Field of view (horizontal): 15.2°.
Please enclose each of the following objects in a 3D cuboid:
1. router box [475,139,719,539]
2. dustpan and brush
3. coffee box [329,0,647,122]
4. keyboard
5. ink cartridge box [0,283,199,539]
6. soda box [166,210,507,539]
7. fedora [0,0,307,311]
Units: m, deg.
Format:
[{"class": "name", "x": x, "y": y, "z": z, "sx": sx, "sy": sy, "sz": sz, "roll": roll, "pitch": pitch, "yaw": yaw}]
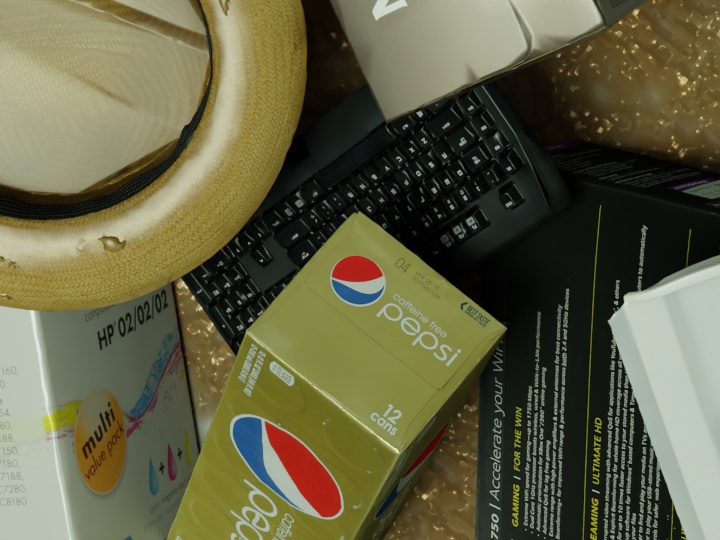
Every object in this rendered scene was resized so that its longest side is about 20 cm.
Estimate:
[{"class": "router box", "x": 0.107, "y": 0.065, "z": 0.957, "sx": 0.149, "sy": 0.051, "sz": 0.201, "roll": 18, "pitch": 112, "yaw": 47}, {"class": "dustpan and brush", "x": 0.194, "y": 0.030, "z": 0.863, "sx": 0.199, "sy": 0.057, "sz": 0.140, "roll": -28, "pitch": 113, "yaw": -13}, {"class": "coffee box", "x": 0.049, "y": -0.130, "z": 0.881, "sx": 0.079, "sy": 0.200, "sz": 0.114, "roll": -22, "pitch": 95, "yaw": 23}, {"class": "keyboard", "x": 0.000, "y": 0.000, "z": 0.974, "sx": 0.104, "sy": 0.040, "sz": 0.200, "roll": 50, "pitch": 141, "yaw": -4}, {"class": "ink cartridge box", "x": -0.121, "y": 0.039, "z": 1.033, "sx": 0.067, "sy": 0.115, "sz": 0.201, "roll": -4, "pitch": 103, "yaw": 22}, {"class": "soda box", "x": -0.013, "y": 0.062, "z": 0.969, "sx": 0.068, "sy": 0.064, "sz": 0.200, "roll": 38, "pitch": 153, "yaw": 7}, {"class": "fedora", "x": -0.116, "y": -0.085, "z": 0.950, "sx": 0.199, "sy": 0.082, "sz": 0.202, "roll": 0, "pitch": 101, "yaw": 1}]
